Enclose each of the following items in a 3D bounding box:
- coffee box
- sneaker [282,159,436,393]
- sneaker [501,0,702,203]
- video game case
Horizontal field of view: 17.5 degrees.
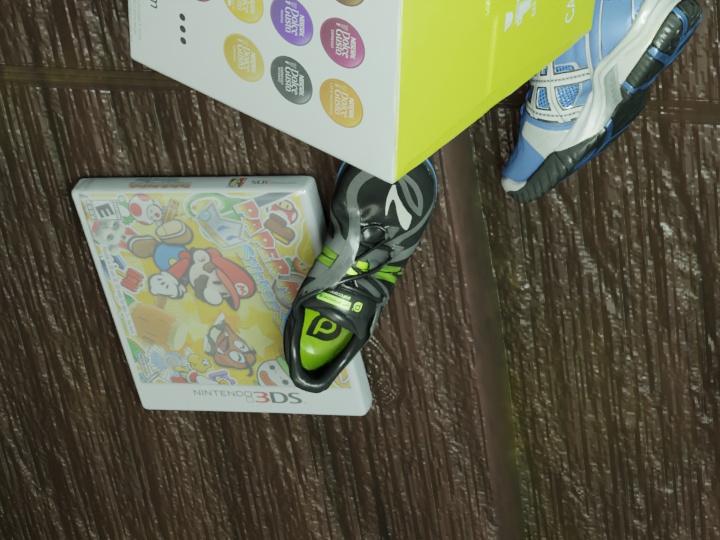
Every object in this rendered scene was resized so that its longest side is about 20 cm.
[{"bbox_3d":[0.007,-0.206,1.300,0.198,0.200,0.200,28,136,28],"label":"coffee box"},{"bbox_3d":[0.000,0.000,1.563,0.071,0.083,0.200,18,120,-10],"label":"sneaker"},{"bbox_3d":[0.136,-0.119,1.444,0.077,0.076,0.200,43,135,10],"label":"sneaker"},{"bbox_3d":[-0.098,0.020,1.669,0.182,0.023,0.200,0,126,21],"label":"video game case"}]
